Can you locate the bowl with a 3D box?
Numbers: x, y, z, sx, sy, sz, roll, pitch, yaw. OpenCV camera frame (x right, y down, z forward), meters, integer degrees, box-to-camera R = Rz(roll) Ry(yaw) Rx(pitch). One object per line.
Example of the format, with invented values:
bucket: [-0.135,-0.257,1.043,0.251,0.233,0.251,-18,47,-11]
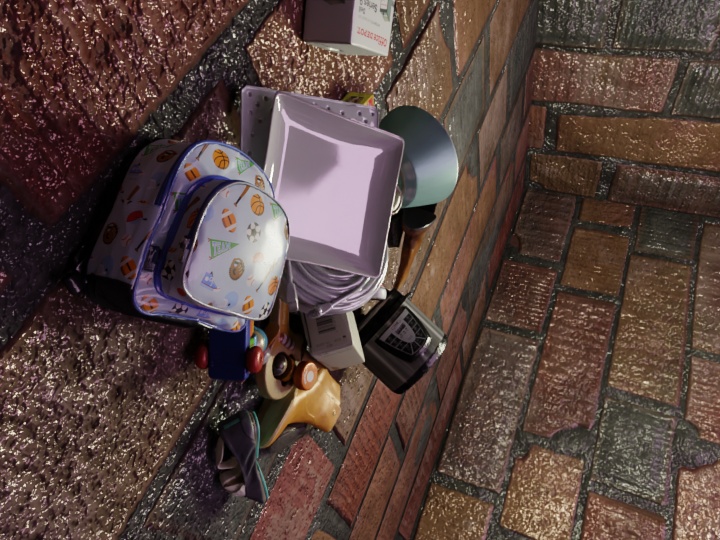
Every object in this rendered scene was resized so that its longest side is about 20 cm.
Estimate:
bowl: [0.076,-0.199,1.032,0.105,0.201,0.201,-36,138,-32]

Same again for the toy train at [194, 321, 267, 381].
toy train: [-0.159,0.035,0.721,0.116,0.084,0.201,-34,127,-82]

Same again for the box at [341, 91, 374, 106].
box: [-0.037,-0.217,0.893,0.200,0.050,0.075,-57,150,-41]

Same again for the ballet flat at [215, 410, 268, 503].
ballet flat: [-0.183,0.291,0.820,0.073,0.073,0.201,-50,150,-48]

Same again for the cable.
cable: [-0.052,-0.032,0.795,0.199,0.069,0.201,-12,78,-34]

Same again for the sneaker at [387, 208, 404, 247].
sneaker: [0.061,-0.099,1.169,0.200,0.075,0.107,-12,114,-67]

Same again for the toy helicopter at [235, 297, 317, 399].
toy helicopter: [-0.134,0.101,0.841,0.132,0.079,0.201,-1,93,-59]

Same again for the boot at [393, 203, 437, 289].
boot: [0.100,-0.050,1.184,0.188,0.068,0.201,-69,178,-64]

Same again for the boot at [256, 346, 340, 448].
boot: [-0.096,0.247,0.938,0.144,0.071,0.202,55,40,-32]

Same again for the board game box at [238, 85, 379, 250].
board game box: [-0.067,-0.127,0.722,0.199,0.026,0.201,-1,95,-32]

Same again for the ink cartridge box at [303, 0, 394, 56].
ink cartridge box: [-0.008,-0.429,0.795,0.146,0.084,0.201,-29,129,-61]

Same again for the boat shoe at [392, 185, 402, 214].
boat shoe: [-0.013,-0.160,0.834,0.072,0.068,0.200,-54,129,-26]

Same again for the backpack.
backpack: [-0.167,-0.038,0.562,0.200,0.154,0.191,34,61,-64]

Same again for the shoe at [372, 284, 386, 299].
shoe: [0.000,0.000,0.996,0.200,0.071,0.091,-170,-92,-75]

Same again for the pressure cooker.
pressure cooker: [0.064,0.145,1.170,0.179,0.200,0.176,-48,176,23]

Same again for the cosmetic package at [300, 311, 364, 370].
cosmetic package: [-0.046,0.105,0.932,0.200,0.071,0.106,72,3,-70]

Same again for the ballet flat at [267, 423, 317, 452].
ballet flat: [-0.115,0.285,1.013,0.067,0.046,0.200,-51,161,22]

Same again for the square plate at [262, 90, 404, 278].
square plate: [-0.043,-0.103,0.707,0.198,0.028,0.201,12,88,-32]
